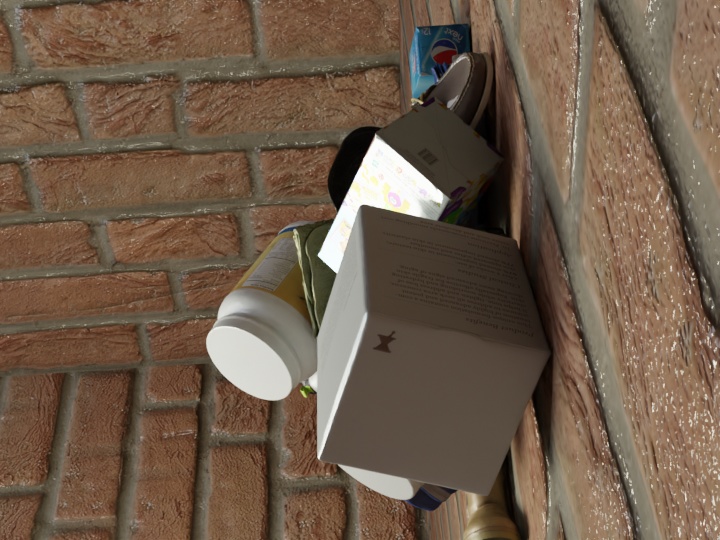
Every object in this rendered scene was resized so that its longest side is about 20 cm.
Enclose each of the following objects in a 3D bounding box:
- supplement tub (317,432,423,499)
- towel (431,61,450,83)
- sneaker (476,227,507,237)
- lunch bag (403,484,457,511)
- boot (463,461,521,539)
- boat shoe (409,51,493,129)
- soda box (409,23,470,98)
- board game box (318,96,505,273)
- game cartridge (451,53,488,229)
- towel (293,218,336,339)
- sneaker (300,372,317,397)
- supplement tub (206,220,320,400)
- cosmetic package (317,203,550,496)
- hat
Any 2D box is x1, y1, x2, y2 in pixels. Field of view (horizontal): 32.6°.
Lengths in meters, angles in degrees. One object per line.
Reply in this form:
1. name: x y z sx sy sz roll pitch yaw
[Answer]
1. supplement tub: 0.058 0.137 1.362 0.200 0.132 0.132 -53 -20 -26
2. towel: 0.104 -0.130 1.460 0.145 0.024 0.200 85 -179 -58
3. sneaker: 0.117 0.057 1.299 0.078 0.085 0.201 -97 3 -85
4. lunch bag: 0.054 0.211 1.604 0.200 0.132 0.136 47 -179 28
5. boot: 0.138 0.227 1.382 0.175 0.066 0.201 88 180 -66
6. boat shoe: 0.078 -0.161 1.361 0.200 0.059 0.072 -57 33 36
7. soda box: 0.103 -0.273 1.618 0.200 0.068 0.064 -124 29 -90
8. board game box: 0.051 -0.066 1.306 0.103 0.105 0.200 -36 -17 -40
9. game cartridge: 0.130 -0.142 1.480 0.200 0.038 0.130 86 176 -45
10. towel: 0.000 0.000 1.501 0.200 0.036 0.149 -18 -80 -48
11. sneaker: -0.019 0.096 1.618 0.072 0.083 0.200 59 -138 -12
12. supplement tub: -0.087 0.049 1.534 0.200 0.144 0.145 -54 -26 -37
13. cosmetic package: 0.058 0.069 1.138 0.200 0.167 0.167 -92 18 -60
14. hat: 0.056 -0.086 1.487 0.200 0.081 0.201 16 -112 -43
